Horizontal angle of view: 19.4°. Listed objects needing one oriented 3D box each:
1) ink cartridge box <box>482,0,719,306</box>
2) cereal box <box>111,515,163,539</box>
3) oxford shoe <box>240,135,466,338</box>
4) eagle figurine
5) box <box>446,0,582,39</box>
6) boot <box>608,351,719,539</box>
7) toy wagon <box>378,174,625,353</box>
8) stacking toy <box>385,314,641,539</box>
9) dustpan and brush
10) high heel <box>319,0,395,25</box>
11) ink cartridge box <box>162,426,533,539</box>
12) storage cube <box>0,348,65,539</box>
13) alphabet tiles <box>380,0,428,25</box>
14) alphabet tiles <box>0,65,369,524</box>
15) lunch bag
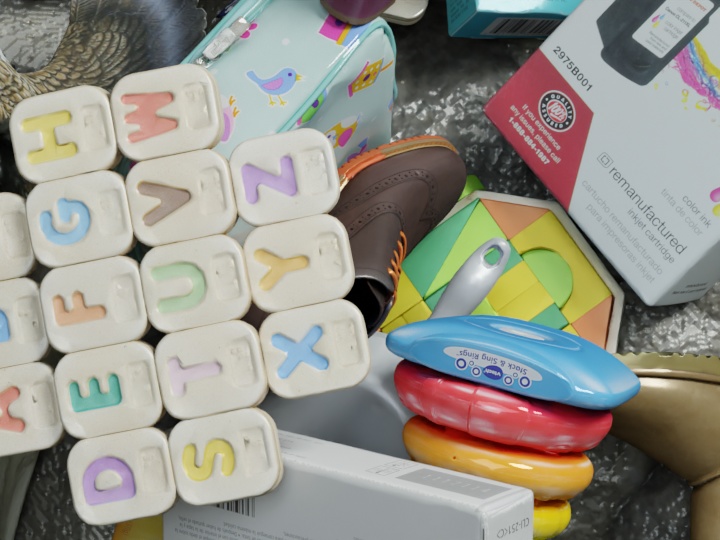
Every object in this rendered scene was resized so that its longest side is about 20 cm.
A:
[{"bbox_3d":[0.186,-0.103,1.094,0.200,0.083,0.146,-47,72,23],"label":"ink cartridge box"},{"bbox_3d":[-0.044,0.200,1.091,0.199,0.040,0.145,21,105,11],"label":"cereal box"},{"bbox_3d":[0.000,0.000,1.072,0.072,0.072,0.200,23,49,34],"label":"oxford shoe"},{"bbox_3d":[-0.173,-0.082,1.096,0.151,0.200,0.152,11,104,23],"label":"eagle figurine"},{"bbox_3d":[0.087,-0.232,1.175,0.082,0.049,0.202,-1,79,-17],"label":"box"},{"bbox_3d":[0.175,0.146,1.070,0.174,0.066,0.202,6,77,-15],"label":"boot"},{"bbox_3d":[0.046,0.050,1.140,0.199,0.040,0.156,-35,76,-2],"label":"toy wagon"},{"bbox_3d":[0.054,0.126,1.012,0.115,0.110,0.202,15,97,16],"label":"stacking toy"},{"bbox_3d":[0.013,0.066,1.093,0.139,0.057,0.201,38,113,4],"label":"dustpan and brush"},{"bbox_3d":[0.044,-0.203,1.047,0.067,0.096,0.200,27,42,3],"label":"high heel"},{"bbox_3d":[-0.011,0.173,0.993,0.199,0.045,0.178,10,104,39],"label":"ink cartridge box"},{"bbox_3d":[-0.272,0.070,1.091,0.178,0.200,0.172,17,87,9],"label":"storage cube"},{"bbox_3d":[0.006,-0.242,1.191,0.194,0.015,0.202,13,76,-8],"label":"alphabet tiles"},{"bbox_3d":[-0.099,0.011,0.971,0.194,0.015,0.202,-10,87,7],"label":"alphabet tiles"},{"bbox_3d":[-0.058,-0.060,1.086,0.077,0.200,0.160,41,74,14],"label":"lunch bag"}]
